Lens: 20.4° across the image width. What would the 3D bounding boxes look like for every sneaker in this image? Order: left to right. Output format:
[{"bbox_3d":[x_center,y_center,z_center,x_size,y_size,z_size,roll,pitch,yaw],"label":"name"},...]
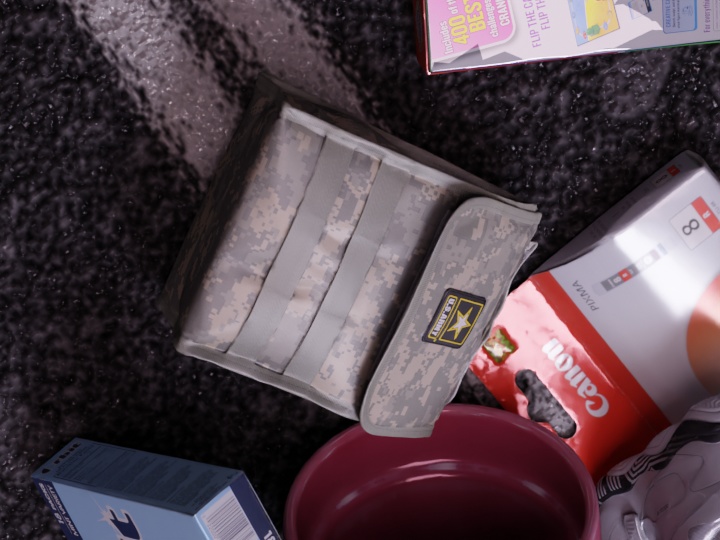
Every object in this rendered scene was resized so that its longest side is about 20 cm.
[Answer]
[{"bbox_3d":[0.203,0.170,1.266,0.075,0.116,0.200,17,141,-16],"label":"sneaker"}]

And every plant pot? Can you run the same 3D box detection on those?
[{"bbox_3d":[0.056,0.215,1.267,0.198,0.201,0.180,-10,126,-5],"label":"plant pot"}]

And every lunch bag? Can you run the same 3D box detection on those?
[{"bbox_3d":[0.000,0.000,1.215,0.199,0.118,0.165,23,100,-19],"label":"lunch bag"}]

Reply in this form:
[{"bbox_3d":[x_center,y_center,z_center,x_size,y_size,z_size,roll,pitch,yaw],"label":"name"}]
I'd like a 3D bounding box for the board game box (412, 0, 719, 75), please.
[{"bbox_3d":[0.129,-0.206,1.203,0.198,0.040,0.154,-6,110,-6],"label":"board game box"}]

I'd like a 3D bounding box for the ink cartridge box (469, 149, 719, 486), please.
[{"bbox_3d":[0.184,0.045,1.294,0.200,0.050,0.162,-40,110,2],"label":"ink cartridge box"}]

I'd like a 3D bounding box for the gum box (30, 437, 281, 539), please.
[{"bbox_3d":[-0.103,0.192,1.225,0.044,0.199,0.171,-39,114,-28],"label":"gum box"}]
